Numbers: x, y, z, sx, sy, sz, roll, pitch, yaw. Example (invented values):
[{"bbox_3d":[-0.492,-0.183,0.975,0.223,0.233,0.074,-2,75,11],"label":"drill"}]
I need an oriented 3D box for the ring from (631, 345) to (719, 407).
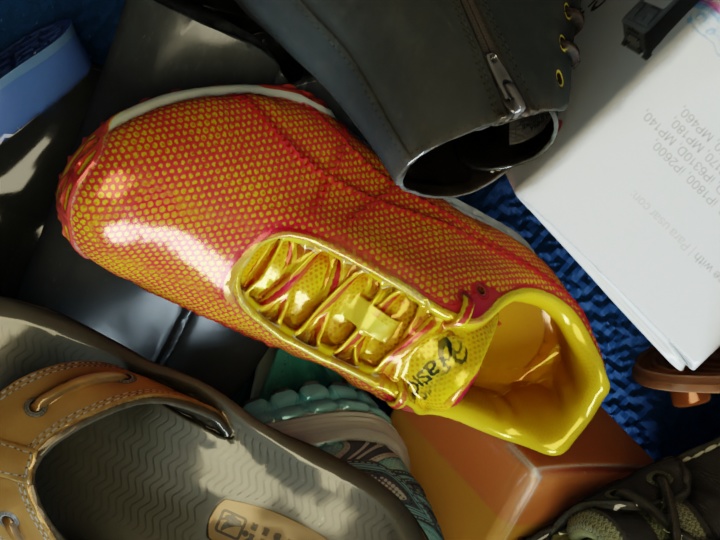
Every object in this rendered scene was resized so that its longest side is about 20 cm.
[{"bbox_3d":[0.185,0.018,0.929,0.200,0.200,0.019,-11,95,-2],"label":"ring"}]

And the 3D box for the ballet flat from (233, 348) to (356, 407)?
[{"bbox_3d":[-0.024,0.006,0.973,0.070,0.067,0.201,11,106,-10],"label":"ballet flat"}]

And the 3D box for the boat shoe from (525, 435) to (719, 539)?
[{"bbox_3d":[0.087,0.100,0.910,0.201,0.072,0.066,-35,143,1],"label":"boat shoe"}]

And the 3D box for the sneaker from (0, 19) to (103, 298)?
[{"bbox_3d":[-0.151,0.005,0.961,0.200,0.070,0.078,-35,105,6],"label":"sneaker"}]

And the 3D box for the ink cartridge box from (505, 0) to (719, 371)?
[{"bbox_3d":[0.137,-0.081,0.922,0.200,0.148,0.086,-43,103,7],"label":"ink cartridge box"}]

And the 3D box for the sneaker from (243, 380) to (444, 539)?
[{"bbox_3d":[-0.064,0.108,0.896,0.200,0.086,0.078,-29,137,-11],"label":"sneaker"}]

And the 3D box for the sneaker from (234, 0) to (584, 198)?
[{"bbox_3d":[0.050,-0.087,0.897,0.106,0.200,0.075,56,140,14],"label":"sneaker"}]

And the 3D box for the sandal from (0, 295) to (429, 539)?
[{"bbox_3d":[-0.075,0.064,0.844,0.200,0.055,0.082,24,90,3],"label":"sandal"}]

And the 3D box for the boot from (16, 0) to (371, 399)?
[{"bbox_3d":[-0.096,0.002,0.899,0.165,0.066,0.200,12,119,-36],"label":"boot"}]

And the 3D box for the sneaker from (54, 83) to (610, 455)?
[{"bbox_3d":[0.000,0.000,0.863,0.200,0.077,0.073,18,113,-37],"label":"sneaker"}]

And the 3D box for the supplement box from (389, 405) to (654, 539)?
[{"bbox_3d":[0.018,0.125,0.988,0.069,0.067,0.200,4,123,-45],"label":"supplement box"}]
